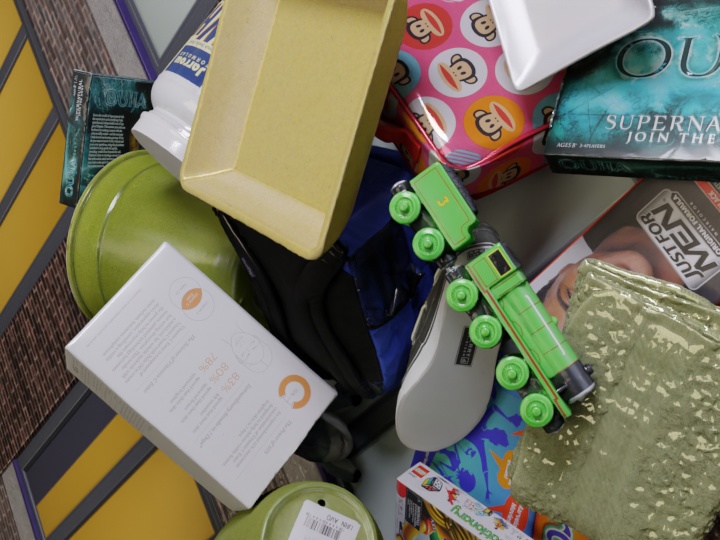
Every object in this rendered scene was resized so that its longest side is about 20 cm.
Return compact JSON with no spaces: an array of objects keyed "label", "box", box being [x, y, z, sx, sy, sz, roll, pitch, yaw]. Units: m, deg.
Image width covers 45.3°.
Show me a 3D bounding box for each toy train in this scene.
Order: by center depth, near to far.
[{"label":"toy train","box":[0.089,0.016,0.587,0.056,0.042,0.201,-34,83,11]}]

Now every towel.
[{"label":"towel","box":[0.188,0.104,0.587,0.147,0.036,0.203,25,114,27]}]

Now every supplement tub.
[{"label":"supplement tub","box":[-0.100,-0.165,0.794,0.144,0.145,0.201,30,78,38]}]

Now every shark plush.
[{"label":"shark plush","box":[-0.078,0.150,0.880,0.198,0.083,0.092,20,105,41]}]

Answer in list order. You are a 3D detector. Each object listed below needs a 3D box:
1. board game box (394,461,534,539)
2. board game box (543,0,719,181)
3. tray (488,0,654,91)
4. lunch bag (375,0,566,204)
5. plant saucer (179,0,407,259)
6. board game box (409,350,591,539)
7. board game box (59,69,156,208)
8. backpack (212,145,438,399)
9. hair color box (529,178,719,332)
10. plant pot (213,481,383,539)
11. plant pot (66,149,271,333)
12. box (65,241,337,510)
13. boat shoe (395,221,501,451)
[{"label":"board game box","box":[0.082,0.276,0.727,0.125,0.034,0.203,27,128,40]},{"label":"board game box","box":[0.228,-0.121,0.545,0.198,0.028,0.137,7,70,32]},{"label":"tray","box":[0.123,-0.232,0.574,0.107,0.022,0.203,-23,78,43]},{"label":"lunch bag","box":[0.069,-0.155,0.667,0.201,0.174,0.082,60,170,21]},{"label":"plant saucer","box":[-0.047,-0.130,0.647,0.199,0.048,0.203,28,104,45]},{"label":"board game box","box":[0.136,0.166,0.704,0.199,0.045,0.154,28,110,39]},{"label":"board game box","box":[-0.241,-0.141,0.945,0.028,0.199,0.137,15,102,23]},{"label":"backpack","box":[0.000,0.000,0.749,0.162,0.167,0.202,24,140,44]},{"label":"hair color box","box":[0.205,0.007,0.620,0.200,0.061,0.102,-49,61,34]},{"label":"plant pot","box":[-0.049,0.258,0.737,0.188,0.185,0.201,59,155,24]},{"label":"plant pot","box":[-0.164,-0.011,0.897,0.191,0.199,0.204,13,101,30]},{"label":"box","box":[-0.140,0.096,0.755,0.200,0.125,0.097,42,156,-3]},{"label":"boat shoe","box":[0.076,0.057,0.688,0.064,0.070,0.202,-91,15,-57]}]
